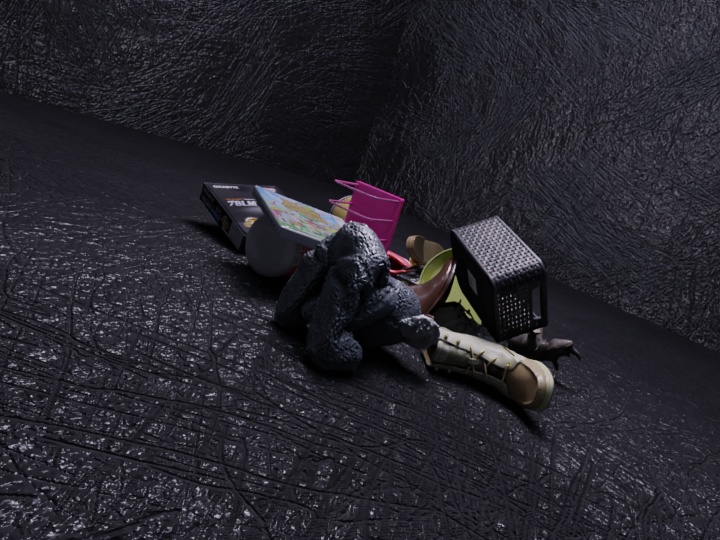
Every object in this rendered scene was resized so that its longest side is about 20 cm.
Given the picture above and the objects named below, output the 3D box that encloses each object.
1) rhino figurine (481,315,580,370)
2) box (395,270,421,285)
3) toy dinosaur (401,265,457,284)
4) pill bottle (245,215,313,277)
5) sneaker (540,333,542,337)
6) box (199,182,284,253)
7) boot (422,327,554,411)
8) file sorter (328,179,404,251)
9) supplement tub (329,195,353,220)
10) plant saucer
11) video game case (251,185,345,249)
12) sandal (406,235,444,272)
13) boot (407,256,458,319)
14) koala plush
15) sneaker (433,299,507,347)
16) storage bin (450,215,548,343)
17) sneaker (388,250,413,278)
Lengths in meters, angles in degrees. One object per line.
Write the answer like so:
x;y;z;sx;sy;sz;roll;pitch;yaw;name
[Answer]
0.320;0.132;1.016;0.197;0.089;0.060;18;39;18;rhino figurine
0.183;0.052;1.270;0.159;0.050;0.199;24;13;21;box
0.198;0.021;1.221;0.198;0.048;0.087;27;21;34;toy dinosaur
-0.118;-0.044;1.032;0.111;0.114;0.199;26;14;29;pill bottle
0.349;0.131;1.146;0.074;0.072;0.200;22;11;14;sneaker
-0.222;-0.118;1.169;0.198;0.050;0.199;-3;43;-45;box
0.183;0.143;0.804;0.152;0.073;0.200;18;5;-15;boot
-0.014;-0.093;1.224;0.138;0.203;0.125;26;16;30;file sorter
-0.001;-0.124;1.510;0.143;0.148;0.200;15;13;-24;supplement tub
0.223;0.043;1.133;0.198;0.201;0.031;24;-25;20;plant saucer
-0.084;-0.079;0.953;0.198;0.022;0.182;18;20;-33;video game case
0.145;-0.035;1.291;0.069;0.079;0.211;-1;-16;32;sandal
0.060;0.017;0.960;0.197;0.188;0.065;24;-27;18;boot
0.017;0.048;0.761;0.198;0.186;0.177;26;6;-37;koala plush
0.183;0.097;0.980;0.197;0.083;0.075;20;12;-1;sneaker
0.239;0.011;0.936;0.092;0.137;0.201;-18;33;-4;storage bin
0.040;-0.037;1.318;0.197;0.075;0.087;22;-4;7;sneaker
